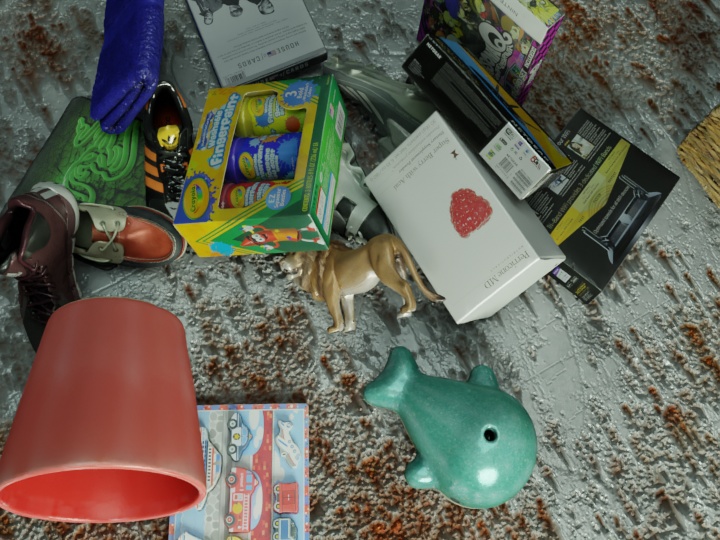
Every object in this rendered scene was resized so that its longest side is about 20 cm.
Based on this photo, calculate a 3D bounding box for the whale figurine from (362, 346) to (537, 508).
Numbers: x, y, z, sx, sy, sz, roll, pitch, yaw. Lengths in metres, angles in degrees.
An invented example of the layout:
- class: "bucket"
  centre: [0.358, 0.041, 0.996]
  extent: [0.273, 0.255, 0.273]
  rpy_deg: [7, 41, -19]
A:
- class: "whale figurine"
  centre: [0.099, 0.162, 0.790]
  extent: [0.199, 0.104, 0.160]
  rpy_deg: [38, 71, 10]

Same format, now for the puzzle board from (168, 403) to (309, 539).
- class: "puzzle board"
  centre: [-0.129, 0.245, 0.786]
  extent: [0.147, 0.017, 0.204]
  rpy_deg: [0, 69, -5]

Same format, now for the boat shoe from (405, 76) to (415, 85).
- class: "boat shoe"
  centre: [0.138, -0.187, 0.950]
  extent: [0.200, 0.061, 0.072]
  rpy_deg: [35, 69, 9]

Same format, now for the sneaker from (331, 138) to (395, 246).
- class: "sneaker"
  centre: [-0.018, -0.068, 0.890]
  extent: [0.087, 0.074, 0.202]
  rpy_deg: [-26, 65, -7]

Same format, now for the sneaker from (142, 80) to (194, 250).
- class: "sneaker"
  centre: [-0.227, -0.127, 0.875]
  extent: [0.069, 0.090, 0.204]
  rpy_deg: [-8, 72, -12]

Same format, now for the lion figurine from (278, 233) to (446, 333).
- class: "lion figurine"
  centre: [0.000, 0.000, 0.826]
  extent: [0.197, 0.072, 0.125]
  rpy_deg: [-15, 81, 32]

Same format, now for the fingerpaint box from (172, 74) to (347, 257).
- class: "fingerpaint box"
  centre: [-0.111, -0.123, 0.857]
  extent: [0.163, 0.074, 0.203]
  rpy_deg: [-2, 59, 17]

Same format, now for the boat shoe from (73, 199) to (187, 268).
- class: "boat shoe"
  centre: [-0.299, -0.045, 0.839]
  extent: [0.196, 0.063, 0.073]
  rpy_deg: [14, 100, 3]

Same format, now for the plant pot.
- class: "plant pot"
  centre: [-0.250, 0.138, 0.733]
  extent: [0.196, 0.202, 0.180]
  rpy_deg: [-3, 60, -6]

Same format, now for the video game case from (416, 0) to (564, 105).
- class: "video game case"
  centre: [0.153, -0.304, 0.923]
  extent: [0.036, 0.201, 0.182]
  rpy_deg: [-38, 77, -16]

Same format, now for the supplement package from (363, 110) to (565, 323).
- class: "supplement package"
  centre: [0.120, -0.059, 0.845]
  extent: [0.121, 0.119, 0.202]
  rpy_deg: [-40, 73, 23]

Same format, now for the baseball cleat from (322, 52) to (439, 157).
- class: "baseball cleat"
  centre: [0.020, -0.205, 0.943]
  extent: [0.069, 0.108, 0.199]
  rpy_deg: [-18, 38, -41]

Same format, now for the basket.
- class: "basket"
  centre: [0.533, -0.139, 0.923]
  extent: [0.147, 0.143, 0.202]
  rpy_deg: [-26, 73, -13]

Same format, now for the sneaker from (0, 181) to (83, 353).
- class: "sneaker"
  centre: [-0.346, 0.014, 0.764]
  extent: [0.074, 0.116, 0.204]
  rpy_deg: [1, 101, 5]

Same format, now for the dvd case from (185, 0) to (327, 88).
- class: "dvd case"
  centre: [-0.148, -0.342, 0.994]
  extent: [0.148, 0.025, 0.203]
  rpy_deg: [-22, 72, -6]

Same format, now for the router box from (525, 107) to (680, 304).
- class: "router box"
  centre: [0.282, -0.084, 0.928]
  extent: [0.156, 0.052, 0.200]
  rpy_deg: [38, 71, 10]

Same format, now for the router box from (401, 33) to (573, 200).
- class: "router box"
  centre: [0.150, -0.177, 0.843]
  extent: [0.051, 0.149, 0.201]
  rpy_deg: [-44, 81, 25]

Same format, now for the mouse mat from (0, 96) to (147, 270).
- class: "mouse mat"
  centre: [-0.331, -0.113, 0.910]
  extent: [0.158, 0.008, 0.203]
  rpy_deg: [21, 68, 3]

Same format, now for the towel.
- class: "towel"
  centre: [-0.287, -0.286, 0.907]
  extent: [0.049, 0.147, 0.204]
  rpy_deg: [13, 63, -34]
